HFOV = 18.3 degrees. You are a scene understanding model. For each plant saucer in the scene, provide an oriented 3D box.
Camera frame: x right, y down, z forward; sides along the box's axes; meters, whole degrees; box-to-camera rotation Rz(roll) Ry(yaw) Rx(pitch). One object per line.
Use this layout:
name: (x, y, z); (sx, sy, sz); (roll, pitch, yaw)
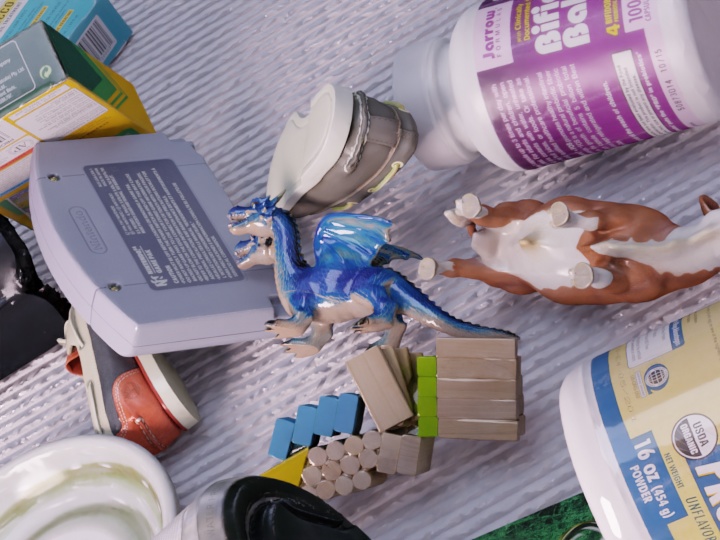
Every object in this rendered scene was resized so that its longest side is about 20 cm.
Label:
plant saucer: (-0.186, 0.194, 1.357); (0.200, 0.050, 0.200); (-19, 45, 20)

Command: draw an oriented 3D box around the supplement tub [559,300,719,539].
supplement tub: (0.215, 0.077, 1.112); (0.200, 0.145, 0.145); (-26, 41, 13)

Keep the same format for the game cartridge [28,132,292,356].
game cartridge: (-0.140, -0.019, 1.469); (0.133, 0.042, 0.200); (-10, 43, -24)

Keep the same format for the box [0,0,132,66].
box: (-0.281, -0.181, 1.785); (0.200, 0.049, 0.082); (8, 57, 40)

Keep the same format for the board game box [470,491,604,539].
board game box: (0.065, 0.191, 1.206); (0.200, 0.023, 0.105); (-26, 39, 13)

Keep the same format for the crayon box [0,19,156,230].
crayon box: (-0.225, -0.096, 1.552); (0.126, 0.200, 0.052); (-29, 73, 9)

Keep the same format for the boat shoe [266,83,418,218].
boat shoe: (-0.017, -0.070, 1.438); (0.202, 0.060, 0.072); (150, 131, -73)

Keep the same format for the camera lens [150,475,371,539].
camera lens: (-0.074, 0.216, 1.146); (0.200, 0.160, 0.160); (-43, 37, 19)

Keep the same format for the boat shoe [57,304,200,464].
boat shoe: (-0.166, 0.051, 1.471); (0.063, 0.071, 0.200); (-37, 44, 4)

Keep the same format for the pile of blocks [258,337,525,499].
pile of blocks: (0.008, 0.092, 1.302); (0.200, 0.062, 0.082); (-25, 83, 10)

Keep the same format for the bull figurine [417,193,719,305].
bull figurine: (0.132, -0.014, 1.297); (0.200, 0.121, 0.065); (-3, 84, 43)

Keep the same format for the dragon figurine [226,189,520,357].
dragon figurine: (0.000, 0.000, 1.373); (0.200, 0.059, 0.100); (-1, 65, 25)

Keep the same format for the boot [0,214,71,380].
boot: (-0.309, 0.013, 1.516); (0.168, 0.200, 0.076); (-41, 18, -2)

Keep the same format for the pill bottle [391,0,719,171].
pill bottle: (0.125, -0.125, 1.394); (0.200, 0.112, 0.112); (-14, 45, 24)
